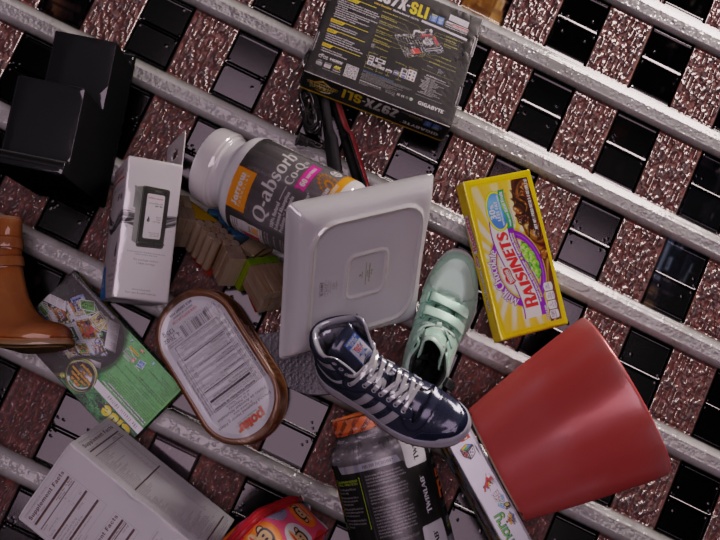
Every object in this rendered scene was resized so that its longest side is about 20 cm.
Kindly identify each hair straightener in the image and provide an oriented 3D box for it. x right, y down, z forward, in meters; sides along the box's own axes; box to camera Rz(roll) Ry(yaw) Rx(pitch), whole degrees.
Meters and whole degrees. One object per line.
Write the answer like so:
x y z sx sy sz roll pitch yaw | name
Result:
-0.048 -0.182 1.112 0.076 0.041 0.203 -12 84 -22 | hair straightener

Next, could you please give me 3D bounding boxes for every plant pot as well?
0.233 0.186 1.032 0.176 0.200 0.203 -29 86 3 | plant pot

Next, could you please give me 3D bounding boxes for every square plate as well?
0.000 0.000 1.016 0.196 0.028 0.203 -15 126 -31 | square plate

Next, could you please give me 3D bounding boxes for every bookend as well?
-0.342 -0.194 1.027 0.090 0.200 0.202 10 84 -2 | bookend

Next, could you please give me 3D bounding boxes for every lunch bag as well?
-0.121 0.350 0.996 0.082 0.176 0.201 40 102 18 | lunch bag

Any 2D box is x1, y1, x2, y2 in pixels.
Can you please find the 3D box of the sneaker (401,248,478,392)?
0.102 0.065 1.064 0.073 0.118 0.203 19 82 1 | sneaker

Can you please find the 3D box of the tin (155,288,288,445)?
-0.168 0.115 1.059 0.111 0.042 0.201 -36 80 8 | tin

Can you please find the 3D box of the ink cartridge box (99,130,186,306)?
-0.259 -0.063 1.053 0.067 0.116 0.204 8 83 -23 | ink cartridge box

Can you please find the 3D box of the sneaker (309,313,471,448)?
0.026 0.117 0.961 0.198 0.109 0.070 23 59 26 | sneaker

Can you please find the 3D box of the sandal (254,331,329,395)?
-0.102 0.108 1.090 0.196 0.043 0.078 7 83 9 | sandal

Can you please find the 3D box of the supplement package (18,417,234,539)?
-0.264 0.284 1.016 0.199 0.114 0.110 38 98 2 | supplement package

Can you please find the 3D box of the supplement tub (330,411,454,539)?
0.036 0.263 1.038 0.120 0.123 0.203 -14 86 -4 | supplement tub

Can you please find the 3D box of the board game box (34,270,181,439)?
-0.319 0.109 1.085 0.105 0.023 0.200 -43 88 -7 | board game box

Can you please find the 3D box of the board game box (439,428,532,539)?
0.150 0.271 1.041 0.034 0.126 0.202 -28 86 -6 | board game box

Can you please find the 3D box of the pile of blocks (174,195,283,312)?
-0.162 -0.016 1.096 0.199 0.082 0.063 40 127 10 | pile of blocks

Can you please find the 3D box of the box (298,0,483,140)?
0.040 -0.273 1.112 0.197 0.049 0.162 19 72 -6 | box

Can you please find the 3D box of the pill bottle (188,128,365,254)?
-0.098 -0.088 1.058 0.198 0.116 0.118 26 83 14 | pill bottle

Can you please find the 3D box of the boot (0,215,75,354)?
-0.417 0.013 1.050 0.196 0.074 0.157 8 78 12 | boot

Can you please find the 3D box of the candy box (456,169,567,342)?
0.190 -0.020 1.112 0.101 0.026 0.203 -12 85 -18 | candy box
